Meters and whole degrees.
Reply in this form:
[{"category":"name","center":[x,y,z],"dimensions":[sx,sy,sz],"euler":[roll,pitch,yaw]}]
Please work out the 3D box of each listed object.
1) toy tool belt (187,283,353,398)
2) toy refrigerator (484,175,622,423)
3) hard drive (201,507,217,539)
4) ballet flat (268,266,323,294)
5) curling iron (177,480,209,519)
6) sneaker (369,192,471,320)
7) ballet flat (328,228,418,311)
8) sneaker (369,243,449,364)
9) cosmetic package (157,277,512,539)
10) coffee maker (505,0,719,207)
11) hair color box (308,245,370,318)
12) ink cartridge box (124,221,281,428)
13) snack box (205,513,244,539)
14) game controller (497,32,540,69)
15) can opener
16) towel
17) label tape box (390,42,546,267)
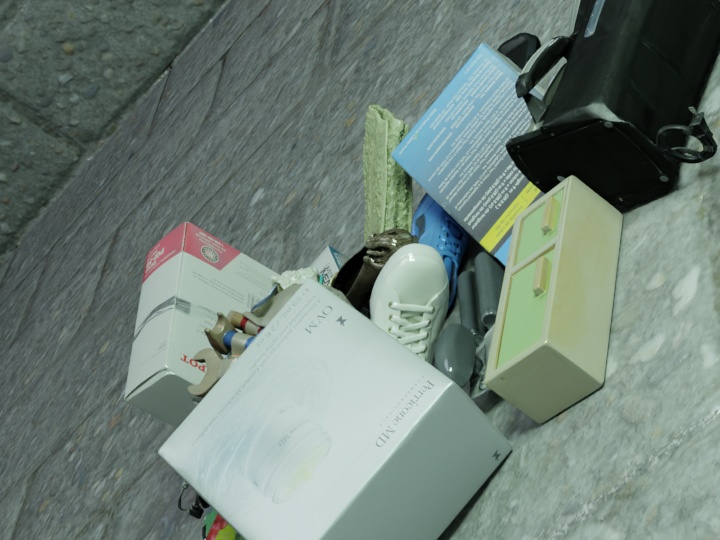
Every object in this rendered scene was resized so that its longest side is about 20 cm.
[{"category":"toy tool belt","center":[-0.095,0.092,1.485],"dimensions":[0.200,0.125,0.123],"euler":[-48,32,-20]},{"category":"toy refrigerator","center":[0.160,0.019,1.317],"dimensions":[0.076,0.070,0.200],"euler":[-38,25,40]},{"category":"hard drive","center":[-0.103,0.257,1.588],"dimensions":[0.140,0.038,0.200],"euler":[-50,20,14]},{"category":"ballet flat","center":[-0.073,0.067,1.614],"dimensions":[0.072,0.072,0.200],"euler":[-45,23,26]},{"category":"curling iron","center":[-0.130,0.197,1.515],"dimensions":[0.200,0.025,0.050],"euler":[-2,-66,-77]},{"category":"sneaker","center":[0.078,-0.008,1.567],"dimensions":[0.078,0.066,0.201],"euler":[-14,47,58]},{"category":"ballet flat","center":[0.000,0.000,1.572],"dimensions":[0.200,0.046,0.068],"euler":[146,138,-65]},{"category":"sneaker","center":[0.043,0.077,1.446],"dimensions":[0.085,0.072,0.201],"euler":[-112,30,-59]},{"category":"cosmetic package","center":[-0.023,0.148,1.311],"dimensions":[0.200,0.123,0.200],"euler":[-49,47,-7]},{"category":"coffee maker","center":[0.245,-0.165,1.376],"dimensions":[0.191,0.135,0.201],"euler":[4,56,33]},{"category":"hair color box","center":[-0.066,0.082,1.743],"dimensions":[0.200,0.060,0.100],"euler":[-50,30,15]},{"category":"ink cartridge box","center":[-0.160,0.071,1.682],"dimensions":[0.083,0.146,0.201],"euler":[-35,37,36]},{"category":"snack box","center":[-0.048,0.221,1.423],"dimensions":[0.200,0.053,0.143],"euler":[-1,59,49]},{"category":"game controller","center":[0.149,-0.184,1.747],"dimensions":[0.104,0.042,0.200],"euler":[-24,33,30]},{"category":"can opener","center":[0.105,0.043,1.424],"dimensions":[0.053,0.066,0.200],"euler":[-47,16,24]},{"category":"towel","center":[0.026,-0.068,1.662],"dimensions":[0.148,0.036,0.201],"euler":[-128,37,-77]},{"category":"label tape box","center":[0.146,-0.098,1.516],"dimensions":[0.144,0.063,0.200],"euler":[-50,61,12]}]
